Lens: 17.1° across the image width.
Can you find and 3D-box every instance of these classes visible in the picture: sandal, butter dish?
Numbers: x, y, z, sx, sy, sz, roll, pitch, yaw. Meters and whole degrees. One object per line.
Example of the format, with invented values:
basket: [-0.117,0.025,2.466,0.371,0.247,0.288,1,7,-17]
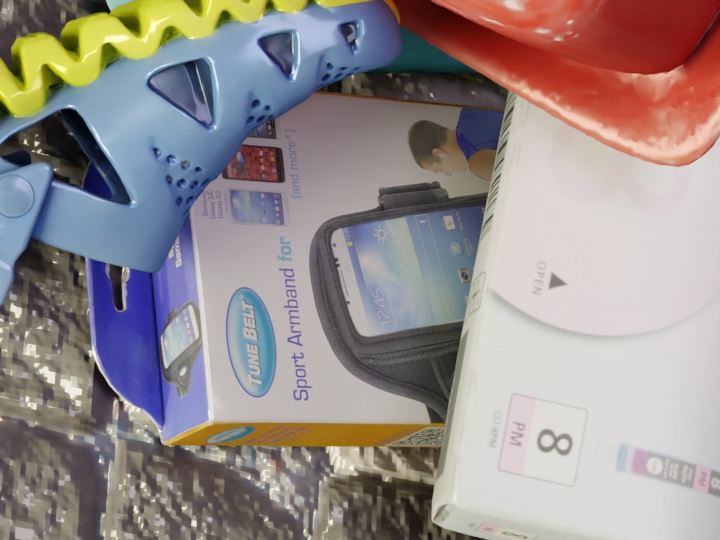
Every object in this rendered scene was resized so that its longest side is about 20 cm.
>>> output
sandal: [-0.078,-0.038,0.750,0.199,0.079,0.087,-21,97,-4]
butter dish: [0.044,-0.154,0.728,0.199,0.201,0.148,32,20,22]

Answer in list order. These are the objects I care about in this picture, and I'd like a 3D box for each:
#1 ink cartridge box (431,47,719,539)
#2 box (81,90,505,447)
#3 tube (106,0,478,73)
ink cartridge box: [0.135,0.025,0.812,0.199,0.057,0.163,11,75,-1]
box: [0.000,0.000,0.832,0.199,0.041,0.120,3,73,-35]
tube: [-0.001,-0.097,0.859,0.199,0.050,0.078,-2,43,-32]
